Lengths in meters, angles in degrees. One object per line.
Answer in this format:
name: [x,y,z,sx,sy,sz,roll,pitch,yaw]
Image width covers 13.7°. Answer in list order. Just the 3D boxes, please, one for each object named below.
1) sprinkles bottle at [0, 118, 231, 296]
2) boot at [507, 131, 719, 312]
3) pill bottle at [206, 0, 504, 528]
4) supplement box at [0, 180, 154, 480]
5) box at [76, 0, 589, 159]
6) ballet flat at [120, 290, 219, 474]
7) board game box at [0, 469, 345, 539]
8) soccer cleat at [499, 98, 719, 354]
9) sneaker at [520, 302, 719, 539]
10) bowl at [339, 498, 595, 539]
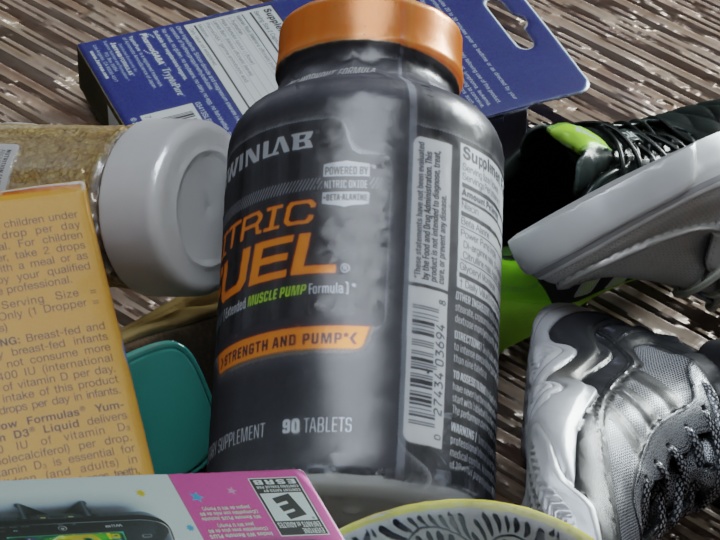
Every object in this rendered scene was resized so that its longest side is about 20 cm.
sprinkles bottle: [-0.141,-0.026,1.181,0.200,0.068,0.068,2,36,32]
boot: [0.153,-0.006,1.173,0.200,0.074,0.096,-21,87,-34]
pill bottle: [0.000,0.000,1.107,0.106,0.106,0.200,2,68,1]
supplement box: [-0.107,0.072,1.049,0.069,0.067,0.200,-12,69,-13]
box: [-0.011,-0.079,1.318,0.200,0.032,0.121,-16,43,-16]
ballet flat: [-0.068,0.042,1.164,0.200,0.069,0.063,-28,20,-33]
board game box: [-0.045,0.145,0.820,0.148,0.064,0.200,-1,42,-32]
soccer cleat: [0.102,-0.032,1.226,0.200,0.081,0.068,-30,49,-31]
sneaker: [0.115,0.071,1.086,0.114,0.075,0.200,5,24,3]
bowl: [0.034,0.179,0.914,0.201,0.094,0.201,-19,54,27]
